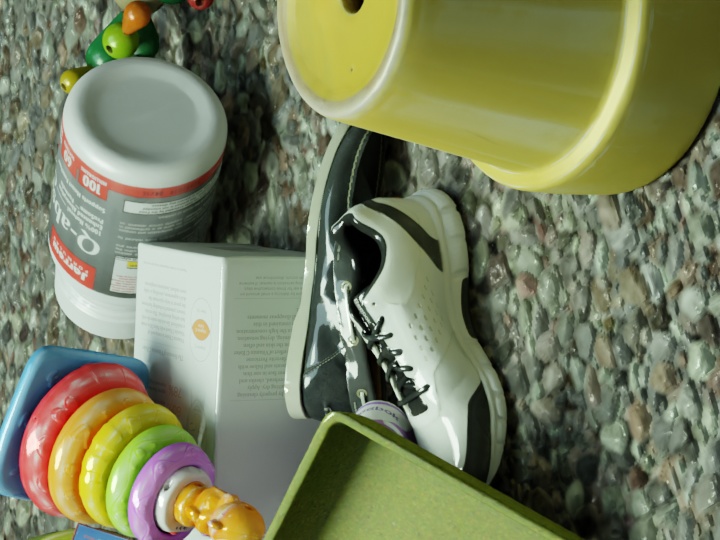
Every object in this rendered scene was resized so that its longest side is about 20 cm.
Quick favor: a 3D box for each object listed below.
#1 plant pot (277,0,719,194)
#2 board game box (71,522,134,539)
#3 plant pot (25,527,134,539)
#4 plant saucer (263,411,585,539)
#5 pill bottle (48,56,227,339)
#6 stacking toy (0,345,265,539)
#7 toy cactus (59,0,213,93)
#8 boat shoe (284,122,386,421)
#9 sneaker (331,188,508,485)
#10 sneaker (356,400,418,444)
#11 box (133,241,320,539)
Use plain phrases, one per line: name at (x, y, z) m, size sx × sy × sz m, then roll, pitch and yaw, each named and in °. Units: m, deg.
plant pot at (0.067, -0.143, 1.225) m, size 0.200 × 0.188 × 0.202 m, roll -1°, pitch 89°, yaw 57°
board game box at (-0.107, 0.243, 1.482) m, size 0.019 × 0.199 × 0.103 m, roll 97°, pitch -169°, yaw -68°
plant pot at (-0.199, 0.264, 1.586) m, size 0.193 × 0.199 × 0.201 m, roll 124°, pitch 137°, yaw -67°
plant saucer at (0.041, 0.186, 1.321) m, size 0.199 × 0.048 × 0.200 m, roll 29°, pitch 125°, yaw 4°
pill bottle at (-0.164, -0.047, 1.630) m, size 0.200 × 0.115 × 0.116 m, roll 106°, pitch 146°, yaw -49°
stacking toy at (-0.134, 0.134, 1.460) m, size 0.200 × 0.116 × 0.110 m, roll 25°, pitch 98°, yaw 37°
toy cactus at (-0.155, -0.185, 1.683) m, size 0.200 × 0.102 × 0.166 m, roll 124°, pitch 153°, yaw -45°
boat shoe at (0.000, 0.000, 1.461) m, size 0.067 × 0.072 × 0.201 m, roll 7°, pitch 90°, yaw 21°
sneaker at (0.031, 0.048, 1.384) m, size 0.074 × 0.080 × 0.201 m, roll -37°, pitch 61°, yaw 49°
sneaker at (0.021, 0.177, 1.426) m, size 0.114 × 0.072 × 0.201 m, roll -79°, pitch -12°, yaw -62°
box at (-0.087, 0.085, 1.551) m, size 0.124 × 0.097 × 0.201 m, roll 10°, pitch 98°, yaw 57°
